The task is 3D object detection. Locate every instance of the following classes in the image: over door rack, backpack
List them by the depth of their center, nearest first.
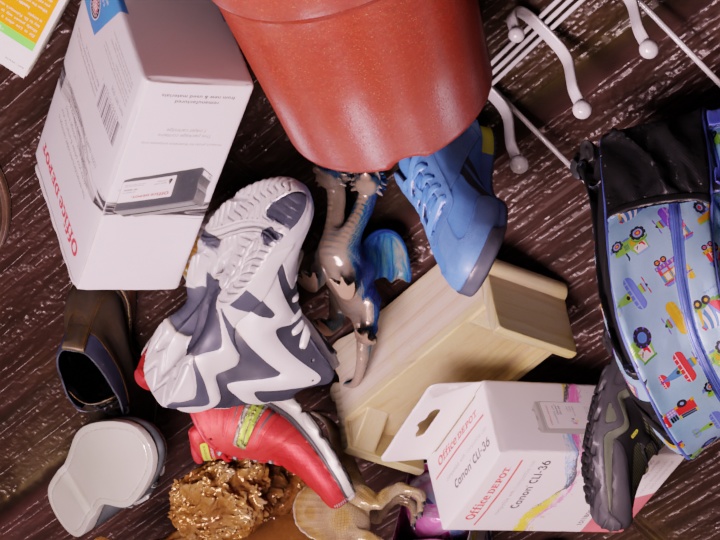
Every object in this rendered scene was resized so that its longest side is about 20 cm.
[{"bbox_3d":[0.230,0.014,1.495,0.134,0.201,0.183,-16,134,18],"label":"backpack"},{"bbox_3d":[0.177,-0.110,1.548,0.200,0.067,0.148,37,128,-15],"label":"over door rack"}]

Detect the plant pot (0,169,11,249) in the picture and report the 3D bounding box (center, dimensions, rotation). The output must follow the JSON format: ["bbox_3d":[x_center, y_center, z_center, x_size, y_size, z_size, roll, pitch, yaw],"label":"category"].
[{"bbox_3d":[-0.389,-0.008,1.693,0.199,0.199,0.201,7,128,9],"label":"plant pot"}]

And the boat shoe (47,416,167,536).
[{"bbox_3d":[-0.193,0.156,1.806,0.073,0.062,0.200,58,146,8],"label":"boat shoe"}]

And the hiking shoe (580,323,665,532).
[{"bbox_3d":[0.219,0.095,1.624,0.100,0.201,0.076,12,164,2],"label":"hiking shoe"}]

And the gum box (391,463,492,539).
[{"bbox_3d":[0.058,0.265,1.788,0.066,0.200,0.114,2,130,13],"label":"gum box"}]

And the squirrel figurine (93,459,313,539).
[{"bbox_3d":[-0.120,0.221,1.811,0.186,0.142,0.201,-1,116,-27],"label":"squirrel figurine"}]

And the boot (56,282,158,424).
[{"bbox_3d":[-0.211,0.096,1.793,0.074,0.097,0.201,2,128,11],"label":"boot"}]

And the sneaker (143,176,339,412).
[{"bbox_3d":[-0.057,0.024,1.604,0.129,0.080,0.200,11,116,-38],"label":"sneaker"}]

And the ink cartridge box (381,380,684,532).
[{"bbox_3d":[0.128,0.143,1.701,0.199,0.068,0.117,3,142,-22],"label":"ink cartridge box"}]

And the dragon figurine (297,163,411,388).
[{"bbox_3d":[0.000,0.000,1.678,0.059,0.100,0.201,8,140,27],"label":"dragon figurine"}]

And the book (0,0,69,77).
[{"bbox_3d":[-0.247,-0.249,1.565,0.133,0.048,0.200,31,128,-7],"label":"book"}]

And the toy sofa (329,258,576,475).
[{"bbox_3d":[0.067,0.063,1.716,0.083,0.098,0.200,19,135,-34],"label":"toy sofa"}]

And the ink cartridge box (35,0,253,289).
[{"bbox_3d":[-0.157,-0.104,1.580,0.084,0.145,0.201,1,136,-26],"label":"ink cartridge box"}]

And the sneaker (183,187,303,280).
[{"bbox_3d":[-0.071,0.016,1.709,0.075,0.088,0.200,33,161,29],"label":"sneaker"}]

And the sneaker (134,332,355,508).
[{"bbox_3d":[-0.090,0.122,1.722,0.200,0.085,0.077,40,171,10],"label":"sneaker"}]

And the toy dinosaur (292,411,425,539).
[{"bbox_3d":[-0.002,0.181,1.745,0.100,0.201,0.058,8,140,-5],"label":"toy dinosaur"}]

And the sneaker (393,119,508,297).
[{"bbox_3d":[0.053,-0.052,1.539,0.078,0.200,0.066,23,119,-16],"label":"sneaker"}]

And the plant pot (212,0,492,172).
[{"bbox_3d":[-0.007,-0.183,1.469,0.200,0.201,0.196,-5,134,18],"label":"plant pot"}]
